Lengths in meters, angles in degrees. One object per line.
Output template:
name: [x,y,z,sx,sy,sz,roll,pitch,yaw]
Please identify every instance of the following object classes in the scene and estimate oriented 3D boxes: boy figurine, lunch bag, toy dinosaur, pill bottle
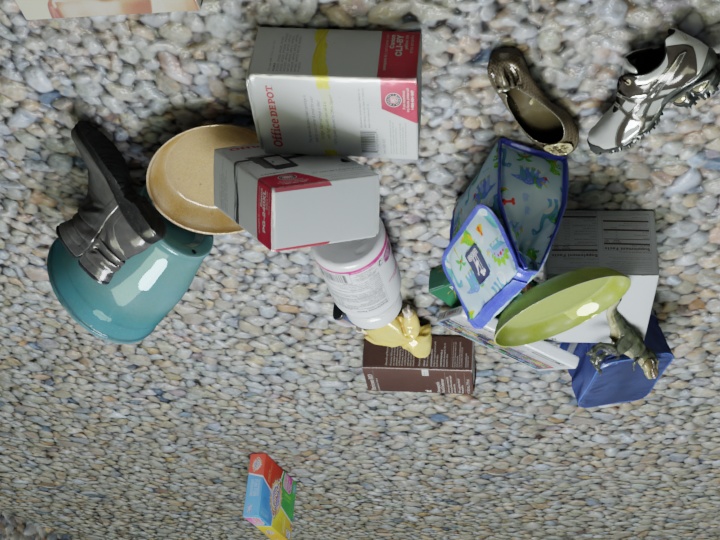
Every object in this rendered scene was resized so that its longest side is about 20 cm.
boy figurine: [0.053,0.089,1.730,0.199,0.065,0.124,26,143,-30]
lunch bag: [0.190,-0.043,1.361,0.127,0.201,0.170,13,149,-12]
toy dinosaur: [0.376,0.111,1.503,0.088,0.048,0.200,-37,134,6]
lunch bag: [0.410,0.129,1.671,0.135,0.133,0.200,-7,149,-10]
pill bottle: [0.000,0.000,1.546,0.112,0.114,0.200,-2,148,13]

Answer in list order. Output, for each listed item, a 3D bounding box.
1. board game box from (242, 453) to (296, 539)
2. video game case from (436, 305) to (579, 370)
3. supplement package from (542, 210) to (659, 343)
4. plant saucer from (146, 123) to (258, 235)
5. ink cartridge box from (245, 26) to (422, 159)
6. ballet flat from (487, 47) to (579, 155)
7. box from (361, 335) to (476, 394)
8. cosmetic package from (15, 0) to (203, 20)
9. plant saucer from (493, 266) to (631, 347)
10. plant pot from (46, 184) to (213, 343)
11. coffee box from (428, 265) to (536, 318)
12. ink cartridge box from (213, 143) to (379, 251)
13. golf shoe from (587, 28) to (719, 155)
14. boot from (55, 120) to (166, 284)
board game box: [-0.213,0.543,2.429,0.040,0.154,0.200,-7,147,18]
video game case: [0.232,0.110,1.643,0.199,0.023,0.182,25,170,-5]
supplement package: [0.349,0.013,1.509,0.154,0.112,0.200,1,149,9]
plant saucer: [-0.193,-0.132,1.405,0.199,0.036,0.201,-5,137,-5]
ink cartridge box: [-0.027,-0.213,1.233,0.198,0.084,0.146,3,148,5]
ballet flat: [0.212,-0.195,1.256,0.067,0.047,0.200,-13,144,29]
box: [0.107,0.169,1.842,0.198,0.075,0.100,2,149,11]
cosmetic package: [-0.263,-0.330,1.069,0.198,0.104,0.087,1,147,11]
plant saucer: [0.267,0.045,1.380,0.199,0.031,0.200,-19,158,-8]
plant pot: [-0.322,-0.025,1.502,0.188,0.201,0.200,-36,131,29]
coffee box: [0.217,0.041,1.641,0.123,0.044,0.199,-22,139,40]
ink cartridge box: [-0.085,-0.101,1.282,0.144,0.200,0.084,-10,115,-26]
golf shoe: [0.327,-0.213,1.199,0.094,0.078,0.200,37,138,-15]
boot: [-0.366,-0.090,1.384,0.131,0.201,0.070,-33,175,16]
